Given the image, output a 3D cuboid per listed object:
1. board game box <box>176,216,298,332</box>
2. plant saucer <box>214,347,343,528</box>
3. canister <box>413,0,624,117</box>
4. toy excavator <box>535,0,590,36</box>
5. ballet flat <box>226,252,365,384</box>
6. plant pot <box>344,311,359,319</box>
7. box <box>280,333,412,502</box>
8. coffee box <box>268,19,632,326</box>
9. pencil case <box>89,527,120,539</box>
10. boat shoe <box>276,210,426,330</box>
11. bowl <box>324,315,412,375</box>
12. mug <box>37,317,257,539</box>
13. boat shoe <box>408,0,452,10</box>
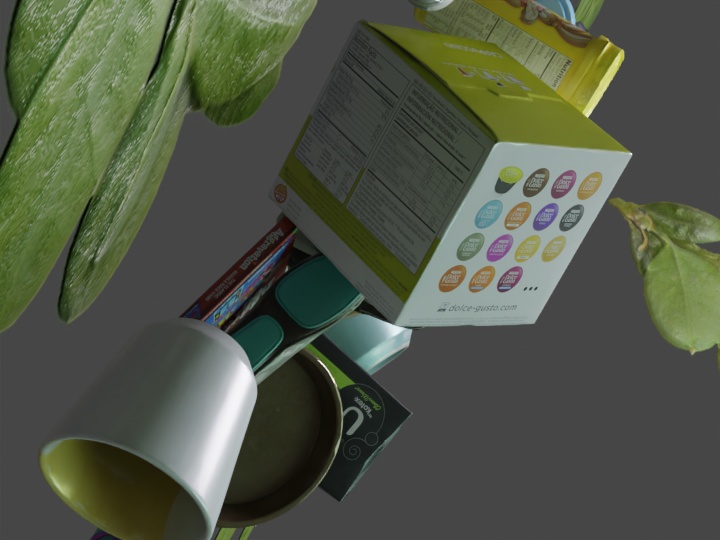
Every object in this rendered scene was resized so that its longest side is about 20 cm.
[{"bbox_3d":[-0.133,0.042,1.498,0.200,0.019,0.103,-46,169,-30],"label":"board game box"},{"bbox_3d":[-0.113,0.154,1.594,0.200,0.200,0.029,-58,-152,3],"label":"plant saucer"},{"bbox_3d":[0.161,-0.237,1.678,0.087,0.200,0.149,-59,173,8],"label":"canister"},{"bbox_3d":[0.138,-0.246,1.816,0.194,0.100,0.200,-34,174,22],"label":"toy excavator"},{"bbox_3d":[-0.072,0.048,1.529,0.200,0.067,0.064,-38,172,-8],"label":"ballet flat"},{"bbox_3d":[0.000,0.000,1.771,0.200,0.027,0.200,-21,-157,9],"label":"plant pot"},{"bbox_3d":[-0.059,0.141,1.746,0.124,0.149,0.200,-50,-168,-7],"label":"box"},{"bbox_3d":[0.080,-0.086,1.491,0.200,0.200,0.198,0,126,-46],"label":"coffee box"},{"bbox_3d":[-0.211,0.263,1.750,0.200,0.085,0.092,-47,152,-55],"label":"pencil case"},{"bbox_3d":[-0.001,0.004,1.588,0.072,0.201,0.061,-34,141,-28],"label":"boat shoe"},{"bbox_3d":[-0.019,0.078,1.929,0.201,0.105,0.201,-34,174,-4],"label":"bowl"},{"bbox_3d":[-0.173,0.120,1.326,0.153,0.187,0.149,-64,145,-36],"label":"mug"},{"bbox_3d":[0.102,-0.325,1.471,0.200,0.072,0.069,-48,172,-4],"label":"boat shoe"}]
